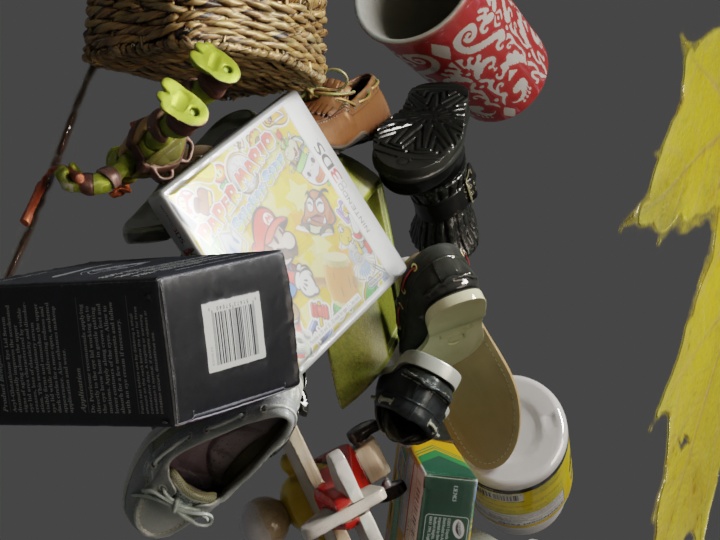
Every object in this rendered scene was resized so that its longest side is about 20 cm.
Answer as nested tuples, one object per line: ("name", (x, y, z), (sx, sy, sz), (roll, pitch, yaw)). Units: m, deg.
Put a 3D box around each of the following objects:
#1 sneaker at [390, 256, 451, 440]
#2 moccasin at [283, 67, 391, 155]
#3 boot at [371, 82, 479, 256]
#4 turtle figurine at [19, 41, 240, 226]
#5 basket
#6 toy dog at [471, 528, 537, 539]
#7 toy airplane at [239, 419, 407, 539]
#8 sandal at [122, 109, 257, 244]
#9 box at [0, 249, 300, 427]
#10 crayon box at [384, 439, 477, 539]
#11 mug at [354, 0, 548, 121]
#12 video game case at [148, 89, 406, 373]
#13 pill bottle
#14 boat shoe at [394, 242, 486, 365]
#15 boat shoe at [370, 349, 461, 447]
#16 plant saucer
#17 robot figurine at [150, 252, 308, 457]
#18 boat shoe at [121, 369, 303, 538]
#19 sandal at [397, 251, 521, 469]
("sneaker", (0.076, 0.059, 1.806), (0.099, 0.070, 0.202), (-49, 132, -48))
("moccasin", (-0.032, -0.143, 1.657), (0.201, 0.073, 0.079), (-24, 106, -54))
("boot", (0.067, -0.073, 1.733), (0.211, 0.079, 0.159), (-54, 147, -61))
("turtle figurine", (-0.162, -0.098, 1.396), (0.065, 0.161, 0.200), (52, 50, -1))
("basket", (-0.115, -0.231, 1.483), (0.199, 0.142, 0.151), (10, 78, -54))
("toy dog", (0.132, 0.301, 1.786), (0.132, 0.199, 0.097), (-43, 144, -18))
("toy airplane", (-0.039, 0.202, 1.561), (0.200, 0.140, 0.201), (60, 8, -51))
("sandal", (-0.142, -0.083, 1.494), (0.058, 0.079, 0.201), (67, 30, -29))
("box", (-0.168, 0.049, 1.333), (0.147, 0.199, 0.105), (-14, 98, -54))
("crayon box", (0.062, 0.227, 1.663), (0.200, 0.051, 0.127), (-131, -133, -81))
("mug", (0.104, -0.258, 1.820), (0.200, 0.132, 0.179), (37, 59, -52))
("video game case", (-0.061, -0.028, 1.475), (0.183, 0.023, 0.200), (57, 42, -10))
("pill bottle", (0.154, 0.190, 1.817), (0.200, 0.113, 0.115), (72, 29, -65))
("boat shoe", (0.067, 0.039, 1.606), (0.202, 0.073, 0.064), (99, -30, -65))
("boat shoe", (0.039, 0.121, 1.597), (0.061, 0.075, 0.200), (-61, 173, -16))
("plant saucer", (0.000, 0.000, 1.647), (0.200, 0.047, 0.202), (-56, 136, -75))
("robot figurine", (-0.106, 0.055, 1.497), (0.058, 0.144, 0.202), (115, -16, -62))
("boat shoe", (-0.117, 0.146, 1.414), (0.074, 0.202, 0.065), (35, 29, -26))
("sandal", (0.099, 0.077, 1.723), (0.070, 0.077, 0.213), (-49, 117, -74))
